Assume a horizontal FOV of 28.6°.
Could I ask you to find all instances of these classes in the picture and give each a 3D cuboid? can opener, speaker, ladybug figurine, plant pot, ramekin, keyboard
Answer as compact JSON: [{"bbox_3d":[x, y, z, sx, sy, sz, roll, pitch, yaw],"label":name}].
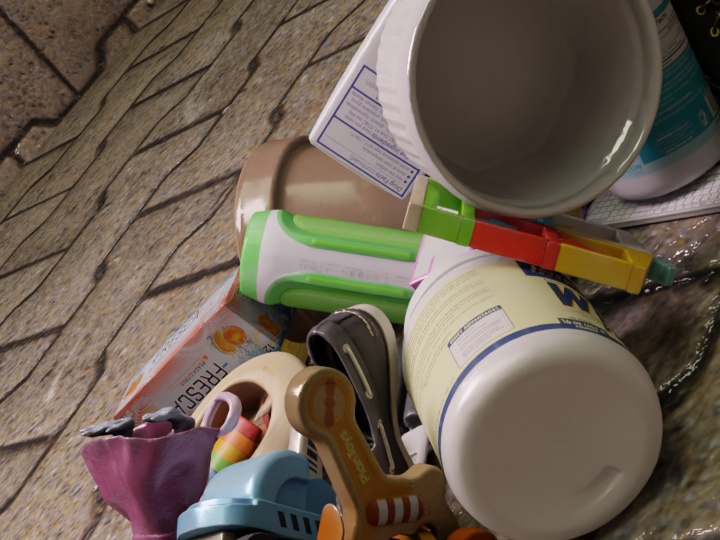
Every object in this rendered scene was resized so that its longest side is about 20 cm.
[{"bbox_3d":[0.029,0.111,1.135,0.053,0.067,0.201,-30,25,26],"label":"can opener"},{"bbox_3d":[0.000,0.000,1.217,0.198,0.089,0.089,9,36,4],"label":"speaker"},{"bbox_3d":[-0.100,0.166,1.218,0.200,0.072,0.136,-54,42,-4],"label":"ladybug figurine"},{"bbox_3d":[0.004,-0.039,1.335,0.173,0.201,0.201,-8,36,25],"label":"plant pot"},{"bbox_3d":[0.105,-0.142,1.015,0.200,0.200,0.105,-46,22,-9],"label":"ramekin"},{"bbox_3d":[0.255,-0.062,1.143,0.199,0.011,0.056,-9,40,54],"label":"keyboard"}]

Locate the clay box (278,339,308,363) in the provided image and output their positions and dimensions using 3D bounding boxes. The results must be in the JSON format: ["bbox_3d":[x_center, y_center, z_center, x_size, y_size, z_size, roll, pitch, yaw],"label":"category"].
[{"bbox_3d":[-0.116,0.123,1.385,0.115,0.048,0.201,-30,26,31],"label":"clay box"}]

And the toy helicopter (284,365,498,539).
[{"bbox_3d":[-0.002,0.157,0.925,0.132,0.201,0.079,-34,17,-27],"label":"toy helicopter"}]

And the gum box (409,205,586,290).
[{"bbox_3d":[0.119,-0.034,1.165,0.066,0.113,0.201,-25,33,38],"label":"gum box"}]

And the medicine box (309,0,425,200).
[{"bbox_3d":[0.060,-0.194,1.223,0.200,0.103,0.182,-55,6,29],"label":"medicine box"}]

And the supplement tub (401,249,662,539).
[{"bbox_3d":[0.107,0.076,0.963,0.145,0.145,0.200,-40,22,6],"label":"supplement tub"}]

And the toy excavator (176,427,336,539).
[{"bbox_3d":[-0.052,0.170,1.100,0.100,0.194,0.201,-21,58,42],"label":"toy excavator"}]

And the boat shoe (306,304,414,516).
[{"bbox_3d":[-0.005,0.128,1.006,0.072,0.202,0.063,-2,7,38],"label":"boat shoe"}]

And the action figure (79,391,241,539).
[{"bbox_3d":[-0.156,0.212,1.141,0.148,0.201,0.134,-17,2,-23],"label":"action figure"}]

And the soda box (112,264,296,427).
[{"bbox_3d":[-0.145,0.085,1.305,0.200,0.068,0.064,-43,17,35],"label":"soda box"}]

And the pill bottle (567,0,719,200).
[{"bbox_3d":[0.210,-0.166,1.136,0.110,0.201,0.111,-27,18,10],"label":"pill bottle"}]

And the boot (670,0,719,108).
[{"bbox_3d":[0.297,-0.197,1.123,0.073,0.151,0.200,-29,20,1],"label":"boot"}]

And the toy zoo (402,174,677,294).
[{"bbox_3d":[0.131,-0.025,1.018,0.131,0.199,0.021,-66,-8,-76],"label":"toy zoo"}]
